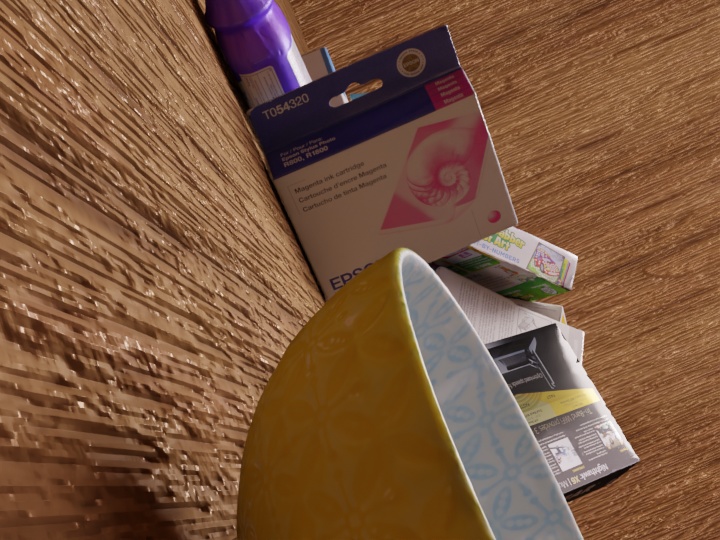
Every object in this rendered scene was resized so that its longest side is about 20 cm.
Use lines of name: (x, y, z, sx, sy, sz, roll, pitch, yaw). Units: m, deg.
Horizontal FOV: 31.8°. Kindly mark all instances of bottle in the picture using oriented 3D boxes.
bottle: (-0.090, -0.196, 1.127, 0.084, 0.065, 0.201, -109, 176, -49)

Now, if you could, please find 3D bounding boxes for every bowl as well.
bowl: (0.013, 0.106, 0.412, 0.201, 0.107, 0.200, 60, 9, -17)

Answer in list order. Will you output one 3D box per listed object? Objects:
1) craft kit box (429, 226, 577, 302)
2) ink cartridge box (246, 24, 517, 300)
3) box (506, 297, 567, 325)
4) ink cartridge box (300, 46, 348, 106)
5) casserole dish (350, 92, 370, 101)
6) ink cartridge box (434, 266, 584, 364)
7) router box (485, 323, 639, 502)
craft kit box: (0.094, -0.014, 1.342, 0.200, 0.196, 0.049, -19, -131, 61)
ink cartridge box: (0.023, -0.089, 1.133, 0.043, 0.195, 0.201, -111, 177, -57)
box: (0.125, 0.091, 1.391, 0.113, 0.198, 0.102, 61, 41, -62)
ink cartridge box: (-0.033, -0.129, 1.444, 0.201, 0.083, 0.146, 64, 5, -56)
casserole dish: (0.033, -0.124, 1.432, 0.201, 0.038, 0.122, -104, 172, -47)
ink cartridge box: (0.131, 0.113, 1.251, 0.045, 0.175, 0.201, -52, -162, 47)
router box: (0.141, 0.145, 1.164, 0.158, 0.199, 0.052, 61, -40, 21)
